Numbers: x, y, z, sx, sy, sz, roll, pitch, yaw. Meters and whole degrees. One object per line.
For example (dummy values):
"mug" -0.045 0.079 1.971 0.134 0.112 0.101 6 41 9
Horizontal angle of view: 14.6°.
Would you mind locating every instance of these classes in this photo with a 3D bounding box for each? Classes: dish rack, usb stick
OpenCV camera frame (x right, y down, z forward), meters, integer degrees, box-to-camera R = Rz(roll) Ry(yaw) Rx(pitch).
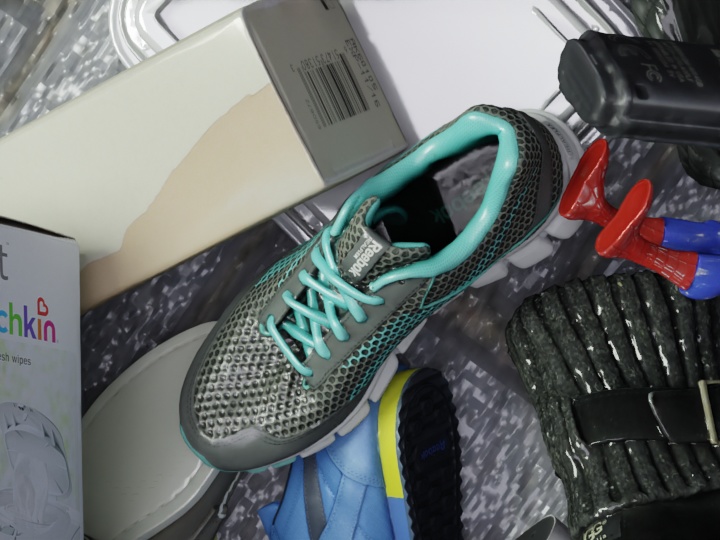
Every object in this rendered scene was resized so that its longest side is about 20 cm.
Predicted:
"dish rack" 0.005 -0.096 1.183 0.172 0.044 0.200 -45 86 7
"usb stick" 0.172 -0.065 1.116 0.199 0.056 0.033 4 127 -26

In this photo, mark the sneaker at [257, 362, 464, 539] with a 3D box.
"sneaker" 0.000 0.135 1.189 0.078 0.066 0.202 -1 96 28

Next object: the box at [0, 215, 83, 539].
"box" -0.209 0.078 1.085 0.199 0.097 0.178 -7 79 30

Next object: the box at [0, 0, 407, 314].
"box" -0.092 -0.036 1.142 0.199 0.095 0.078 -26 92 27

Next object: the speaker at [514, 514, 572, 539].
"speaker" 0.125 0.193 1.151 0.200 0.081 0.081 42 96 -3

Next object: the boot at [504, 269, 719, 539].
"boot" 0.164 0.085 1.152 0.079 0.210 0.159 -46 42 39

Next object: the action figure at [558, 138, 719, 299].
"action figure" 0.187 -0.016 1.123 0.199 0.065 0.099 26 105 -30

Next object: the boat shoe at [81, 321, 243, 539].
"boat shoe" -0.098 0.111 1.194 0.072 0.060 0.202 40 96 38

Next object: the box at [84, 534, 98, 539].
"box" -0.191 0.123 1.160 0.199 0.068 0.083 20 91 31

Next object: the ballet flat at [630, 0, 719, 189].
"ballet flat" 0.126 -0.129 1.164 0.066 0.057 0.201 -12 85 -28

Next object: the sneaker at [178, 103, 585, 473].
"sneaker" 0.000 0.000 1.112 0.200 0.091 0.078 -43 74 3
